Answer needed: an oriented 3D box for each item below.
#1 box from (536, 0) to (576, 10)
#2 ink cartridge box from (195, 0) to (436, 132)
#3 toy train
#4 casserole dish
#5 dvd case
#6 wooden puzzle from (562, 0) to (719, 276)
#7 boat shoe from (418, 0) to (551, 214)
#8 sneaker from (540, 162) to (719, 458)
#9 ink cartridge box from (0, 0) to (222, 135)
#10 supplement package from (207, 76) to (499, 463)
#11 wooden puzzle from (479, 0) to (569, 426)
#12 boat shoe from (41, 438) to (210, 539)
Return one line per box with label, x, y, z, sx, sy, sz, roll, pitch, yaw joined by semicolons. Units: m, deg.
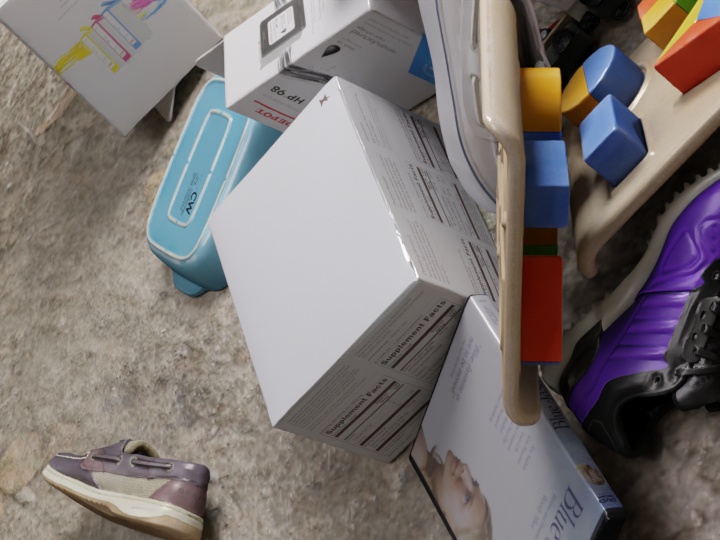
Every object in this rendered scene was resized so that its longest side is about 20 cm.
box;0.071;-0.271;1.218;0.098;0.198;0.125;132;150;-58
ink cartridge box;-0.021;-0.153;1.396;0.199;0.115;0.067;-30;54;39
toy train;0.127;-0.144;1.280;0.200;0.034;0.046;-53;38;19
casserole dish;-0.118;-0.078;1.540;0.121;0.039;0.202;26;95;52
dvd case;0.091;0.132;1.169;0.201;0.017;0.144;60;141;44
wooden puzzle;0.176;-0.115;1.128;0.200;0.046;0.186;-52;14;23
boat shoe;0.090;-0.117;1.208;0.073;0.201;0.065;-40;36;-27
sneaker;0.197;0.030;1.098;0.201;0.069;0.100;-53;47;25
ink cartridge box;-0.227;-0.227;1.625;0.125;0.200;0.129;-44;42;2
supplement package;0.000;0.000;1.305;0.156;0.110;0.201;-46;43;26
wooden puzzle;0.099;-0.040;1.109;0.186;0.046;0.202;-85;-11;-58
boat shoe;-0.180;0.166;1.481;0.199;0.072;0.065;7;67;54
